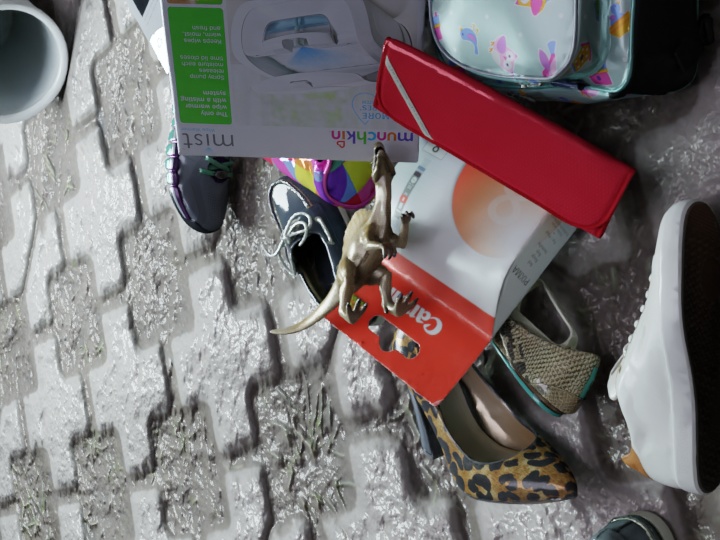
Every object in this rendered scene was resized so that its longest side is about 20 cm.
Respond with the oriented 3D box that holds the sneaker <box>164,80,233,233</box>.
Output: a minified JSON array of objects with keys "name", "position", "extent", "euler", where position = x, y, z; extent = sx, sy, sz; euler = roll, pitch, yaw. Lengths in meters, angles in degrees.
[{"name":"sneaker","position":[-0.161,-0.143,1.210],"extent":[0.087,0.074,0.202],"euler":[-8,86,45]}]

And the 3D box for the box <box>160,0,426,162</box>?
[{"name":"box","position":[-0.048,-0.185,0.884],"extent":[0.097,0.198,0.178],"euler":[-86,-2,-51]}]

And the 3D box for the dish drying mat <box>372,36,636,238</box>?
[{"name":"dish drying mat","position":[0.097,-0.095,0.807],"extent":[0.199,0.018,0.077],"euler":[32,145,13]}]

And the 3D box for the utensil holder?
[{"name":"utensil holder","position":[-0.521,-0.319,1.555],"extent":[0.200,0.169,0.171],"euler":[41,123,43]}]

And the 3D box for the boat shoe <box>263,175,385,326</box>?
[{"name":"boat shoe","position":[-0.045,-0.020,1.085],"extent":[0.201,0.061,0.075],"euler":[58,135,30]}]

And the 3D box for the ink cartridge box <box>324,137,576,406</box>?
[{"name":"ink cartridge box","position":[0.062,-0.018,0.894],"extent":[0.200,0.050,0.162],"euler":[-50,47,-5]}]

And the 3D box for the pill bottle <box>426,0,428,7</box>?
[{"name":"pill bottle","position":[0.013,-0.263,0.959],"extent":[0.111,0.110,0.201],"euler":[46,126,38]}]

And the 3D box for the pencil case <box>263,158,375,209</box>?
[{"name":"pencil case","position":[-0.057,-0.128,1.077],"extent":[0.199,0.088,0.089],"euler":[31,116,45]}]

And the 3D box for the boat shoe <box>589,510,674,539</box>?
[{"name":"boat shoe","position":[0.204,0.279,0.809],"extent":[0.073,0.061,0.202],"euler":[-17,79,49]}]

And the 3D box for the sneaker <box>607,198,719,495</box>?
[{"name":"sneaker","position":[0.206,0.051,0.781],"extent":[0.084,0.072,0.202],"euler":[6,99,47]}]

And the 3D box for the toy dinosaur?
[{"name":"toy dinosaur","position":[0.000,0.000,0.907],"extent":[0.201,0.058,0.101],"euler":[-62,33,24]}]

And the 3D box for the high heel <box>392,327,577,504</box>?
[{"name":"high heel","position":[0.093,0.104,0.900],"extent":[0.199,0.071,0.144],"euler":[15,122,56]}]

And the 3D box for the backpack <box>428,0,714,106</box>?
[{"name":"backpack","position":[0.130,-0.206,0.797],"extent":[0.199,0.152,0.178],"euler":[14,109,55]}]

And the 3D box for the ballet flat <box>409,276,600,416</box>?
[{"name":"ballet flat","position":[0.118,0.033,0.900],"extent":[0.200,0.068,0.076],"euler":[42,103,41]}]

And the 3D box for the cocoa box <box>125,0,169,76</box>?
[{"name":"cocoa box","position":[-0.123,-0.303,1.103],"extent":[0.134,0.130,0.201],"euler":[59,133,28]}]
